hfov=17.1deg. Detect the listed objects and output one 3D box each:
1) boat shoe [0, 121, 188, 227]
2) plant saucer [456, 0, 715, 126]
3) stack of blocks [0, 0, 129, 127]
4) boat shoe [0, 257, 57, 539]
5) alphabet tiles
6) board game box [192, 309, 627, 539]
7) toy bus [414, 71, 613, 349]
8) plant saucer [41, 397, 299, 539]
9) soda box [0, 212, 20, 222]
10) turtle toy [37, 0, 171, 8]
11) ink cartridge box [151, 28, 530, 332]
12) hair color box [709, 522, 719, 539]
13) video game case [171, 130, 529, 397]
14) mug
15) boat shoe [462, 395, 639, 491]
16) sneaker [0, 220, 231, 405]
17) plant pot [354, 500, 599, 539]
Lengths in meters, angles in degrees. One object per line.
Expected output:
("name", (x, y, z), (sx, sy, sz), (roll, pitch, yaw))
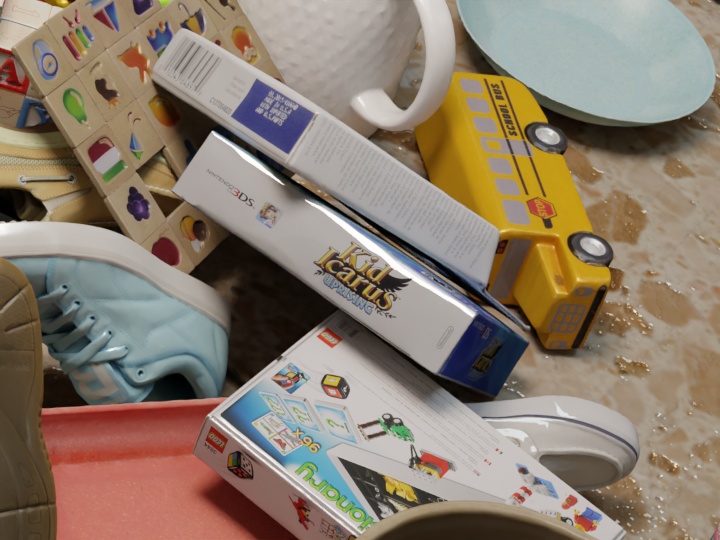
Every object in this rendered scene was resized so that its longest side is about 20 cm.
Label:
("boat shoe", (-0.188, -0.042, 1.398), (0.199, 0.072, 0.076), (6, 55, -28))
("plant saucer", (0.157, -0.159, 1.727), (0.200, 0.039, 0.201), (14, 39, -12))
("stack of blocks", (-0.238, -0.134, 1.441), (0.199, 0.115, 0.059), (17, 39, -8))
("boat shoe", (-0.192, 0.095, 1.165), (0.073, 0.065, 0.201), (12, 74, -36))
("alphabet tiles", (-0.111, -0.102, 1.438), (0.168, 0.008, 0.200), (59, 38, -12))
("board game box", (0.027, 0.116, 1.253), (0.200, 0.035, 0.126), (38, 42, 14))
("toy bus", (0.097, -0.040, 1.537), (0.078, 0.065, 0.200), (5, 42, -21))
("plant saucer", (-0.070, 0.152, 1.217), (0.199, 0.037, 0.200), (-2, 47, -31))
("soda box", (-0.241, 0.042, 1.269), (0.063, 0.071, 0.200), (25, 39, -3))
("turtle toy", (-0.169, -0.183, 1.529), (0.200, 0.146, 0.101), (30, 59, 1))
("ink cartridge box", (-0.004, -0.056, 1.393), (0.200, 0.041, 0.200), (34, 1, -34))
("hair color box", (0.302, 0.198, 1.365), (0.199, 0.061, 0.100), (16, 39, -10))
("video game case", (0.000, 0.000, 1.370), (0.181, 0.046, 0.200), (33, 1, 13))
("mug", (-0.010, -0.176, 1.553), (0.147, 0.176, 0.200), (-17, 53, -39))
("boat shoe", (0.066, 0.111, 1.343), (0.199, 0.072, 0.066), (7, 47, -19))
("sneaker", (-0.138, 0.032, 1.284), (0.200, 0.074, 0.082), (22, 56, -44))
("plant pot", (0.049, 0.237, 1.101), (0.199, 0.174, 0.200), (14, 41, -12))
